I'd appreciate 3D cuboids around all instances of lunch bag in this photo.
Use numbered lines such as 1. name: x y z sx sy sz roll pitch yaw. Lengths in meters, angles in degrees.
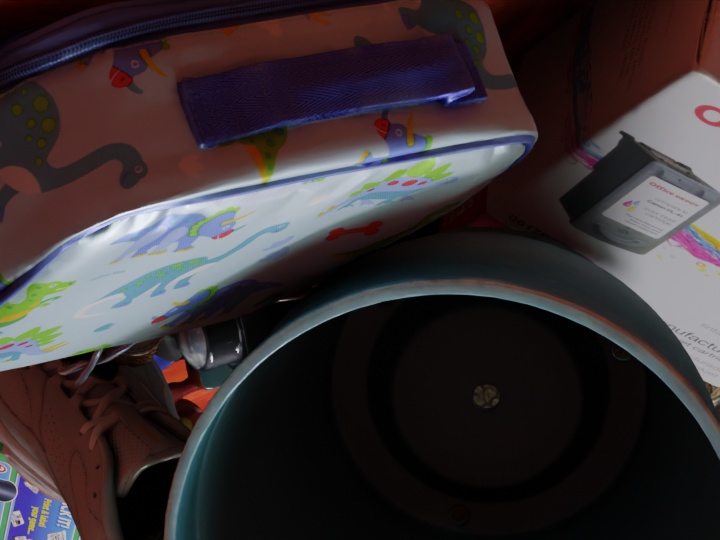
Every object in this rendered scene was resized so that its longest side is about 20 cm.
1. lunch bag: -0.052 -0.035 0.889 0.200 0.083 0.161 -14 169 -39

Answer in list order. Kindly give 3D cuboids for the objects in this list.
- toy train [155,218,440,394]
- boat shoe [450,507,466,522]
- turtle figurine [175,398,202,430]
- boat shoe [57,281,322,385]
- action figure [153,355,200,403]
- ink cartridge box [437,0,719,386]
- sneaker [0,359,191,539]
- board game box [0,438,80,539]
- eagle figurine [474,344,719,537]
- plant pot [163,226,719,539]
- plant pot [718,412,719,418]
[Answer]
1. toy train: 0.000 0.000 1.179 0.200 0.085 0.114 -18 -166 -27
2. boat shoe: 0.021 0.130 1.279 0.200 0.074 0.069 -18 136 -38
3. turtle figurine: -0.064 0.087 1.312 0.161 0.065 0.200 27 -172 35
4. boat shoe: -0.096 0.001 1.030 0.200 0.073 0.072 -16 169 -29
5. action figure: -0.093 0.026 1.222 0.200 0.065 0.052 -8 142 -50
6. ink cartridge box: 0.141 -0.043 1.069 0.147 0.086 0.200 26 153 -16
7. sneaker: -0.090 0.066 1.067 0.076 0.200 0.092 -22 156 -22
8. board game box: -0.134 0.124 1.197 0.134 0.029 0.200 15 144 -4
9. eagle figurine: 0.101 0.060 1.222 0.200 0.151 0.152 -5 150 -38
10. plant pot: 0.043 0.073 1.010 0.200 0.200 0.188 -23 -167 13
11. plant pot: 0.091 0.056 1.438 0.200 0.196 0.196 0 159 -40
